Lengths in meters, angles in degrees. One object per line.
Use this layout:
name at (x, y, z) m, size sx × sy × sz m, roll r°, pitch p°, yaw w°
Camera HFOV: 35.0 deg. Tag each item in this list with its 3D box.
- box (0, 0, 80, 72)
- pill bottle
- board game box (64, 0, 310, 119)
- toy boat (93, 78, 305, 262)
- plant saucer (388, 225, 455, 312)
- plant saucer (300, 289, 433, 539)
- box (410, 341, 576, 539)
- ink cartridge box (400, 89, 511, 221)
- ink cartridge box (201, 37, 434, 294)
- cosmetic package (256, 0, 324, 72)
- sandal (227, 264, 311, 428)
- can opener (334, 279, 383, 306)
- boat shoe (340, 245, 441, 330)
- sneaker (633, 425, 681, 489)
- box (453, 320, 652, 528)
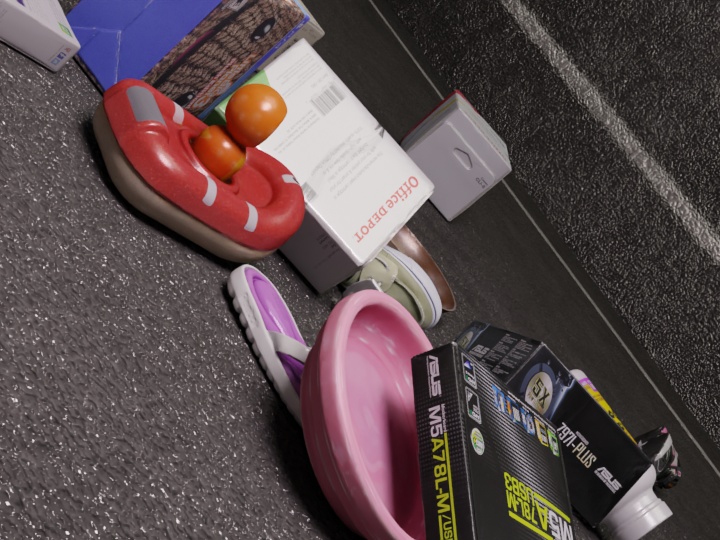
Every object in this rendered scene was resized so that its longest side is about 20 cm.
box at (-0.320, -0.252, 0.892) m, size 0.200 × 0.036 × 0.145 m, roll 32°, pitch 23°, yaw -54°
pill bottle at (0.277, 0.224, 1.345) m, size 0.201 × 0.104 × 0.104 m, roll 55°, pitch 15°, yaw 18°
board game box at (-0.161, -0.234, 1.071) m, size 0.097 × 0.159 × 0.200 m, roll 52°, pitch 15°, yaw 6°
toy boat at (-0.112, -0.099, 0.935) m, size 0.200 × 0.131 × 0.131 m, roll 32°, pitch 23°, yaw -49°
plant saucer at (0.040, -0.020, 1.392) m, size 0.200 × 0.034 × 0.201 m, roll 45°, pitch 15°, yaw -16°
plant saucer at (0.015, 0.116, 0.838) m, size 0.201 × 0.051 × 0.202 m, roll 47°, pitch 34°, yaw -44°
box at (0.109, 0.181, 0.870) m, size 0.200 × 0.047 × 0.194 m, roll 40°, pitch 35°, yaw -46°
ink cartridge box at (0.163, -0.205, 1.997) m, size 0.145 × 0.144 × 0.200 m, roll 48°, pitch 14°, yaw -10°
ink cartridge box at (-0.046, -0.100, 1.103) m, size 0.200 × 0.084 × 0.146 m, roll 48°, pitch 51°, yaw -5°
cosmetic package at (-0.149, -0.373, 1.571) m, size 0.201 × 0.105 × 0.071 m, roll 57°, pitch 15°, yaw 20°
sandal at (-0.039, 0.071, 0.889) m, size 0.203 × 0.050 × 0.082 m, roll 55°, pitch 16°, yaw 16°
can opener at (0.048, 0.094, 1.088) m, size 0.201 × 0.053 × 0.067 m, roll 54°, pitch 16°, yaw 11°
boat shoe at (0.000, 0.000, 1.183) m, size 0.200 × 0.072 × 0.062 m, roll 41°, pitch 35°, yaw -9°
sneaker at (0.476, 0.306, 1.803) m, size 0.087 × 0.080 × 0.200 m, roll 62°, pitch 22°, yaw 6°
box at (0.168, 0.144, 1.127) m, size 0.164 × 0.086 × 0.200 m, roll 46°, pitch -7°, yaw -11°
